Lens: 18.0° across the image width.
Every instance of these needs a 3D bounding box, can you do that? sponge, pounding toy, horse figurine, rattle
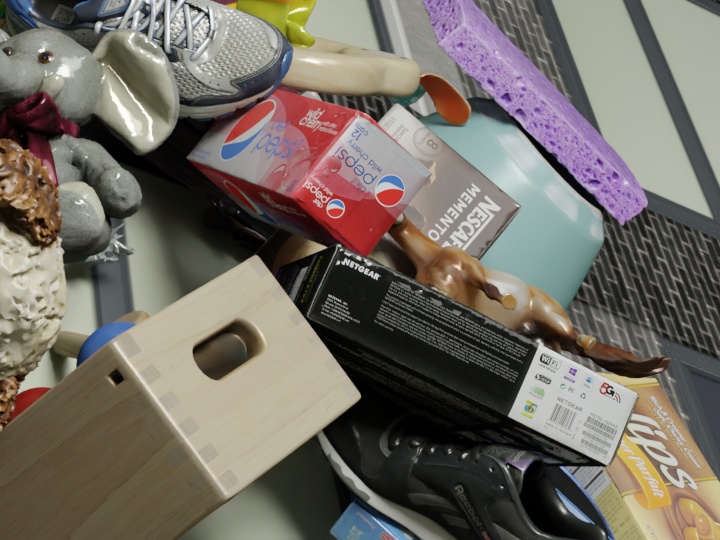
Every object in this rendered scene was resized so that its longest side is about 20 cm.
[{"bbox_3d":[0.127,-0.122,1.650,0.200,0.030,0.112,43,12,-20],"label":"sponge"},{"bbox_3d":[-0.125,0.077,1.253,0.142,0.184,0.200,53,31,2],"label":"pounding toy"},{"bbox_3d":[0.094,0.025,1.421,0.200,0.050,0.133,28,5,-21],"label":"horse figurine"},{"bbox_3d":[-0.007,-0.180,1.555,0.200,0.130,0.143,4,86,-24],"label":"rattle"}]

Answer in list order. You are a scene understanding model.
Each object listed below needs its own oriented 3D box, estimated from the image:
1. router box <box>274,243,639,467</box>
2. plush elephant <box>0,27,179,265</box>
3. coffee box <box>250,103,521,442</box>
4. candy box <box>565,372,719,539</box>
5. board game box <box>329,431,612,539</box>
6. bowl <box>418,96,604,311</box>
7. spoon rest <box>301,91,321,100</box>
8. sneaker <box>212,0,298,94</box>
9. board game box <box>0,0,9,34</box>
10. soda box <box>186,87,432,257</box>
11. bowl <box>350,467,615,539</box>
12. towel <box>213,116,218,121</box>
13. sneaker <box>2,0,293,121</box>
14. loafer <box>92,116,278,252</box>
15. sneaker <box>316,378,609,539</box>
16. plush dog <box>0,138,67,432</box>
[{"bbox_3d":[0.045,0.054,1.343,0.200,0.051,0.149,27,-12,-12],"label":"router box"},{"bbox_3d":[-0.201,-0.082,1.373,0.200,0.165,0.155,1,84,-68],"label":"plush elephant"},{"bbox_3d":[0.000,0.000,1.491,0.113,0.080,0.200,40,57,3],"label":"coffee box"},{"bbox_3d":[0.199,0.161,1.585,0.115,0.055,0.200,8,41,-41],"label":"candy box"},{"bbox_3d":[0.097,0.187,1.379,0.200,0.037,0.151,43,35,10],"label":"board game box"},{"bbox_3d":[0.103,-0.050,1.662,0.201,0.105,0.201,44,13,-13],"label":"bowl"},{"bbox_3d":[-0.012,-0.036,1.622,0.200,0.061,0.099,62,4,32],"label":"spoon rest"},{"bbox_3d":[-0.087,-0.186,1.661,0.075,0.090,0.200,45,2,41],"label":"sneaker"},{"bbox_3d":[-0.305,-0.178,1.458,0.105,0.103,0.200,42,30,13],"label":"board game box"},{"bbox_3d":[-0.036,-0.063,1.389,0.063,0.070,0.200,42,-8,-22],"label":"soda box"},{"bbox_3d":[0.087,0.169,1.471,0.201,0.039,0.201,27,32,-19],"label":"bowl"},{"bbox_3d":[-0.118,-0.138,1.590,0.144,0.023,0.200,42,3,-9],"label":"towel"},{"bbox_3d":[-0.141,-0.153,1.425,0.200,0.085,0.077,12,71,16],"label":"sneaker"},{"bbox_3d":[-0.101,-0.060,1.578,0.200,0.063,0.072,45,-1,4],"label":"loafer"},{"bbox_3d":[0.065,0.119,1.322,0.200,0.088,0.076,42,35,11],"label":"sneaker"},{"bbox_3d":[-0.234,0.005,1.177,0.172,0.200,0.160,16,15,13],"label":"plush dog"}]
